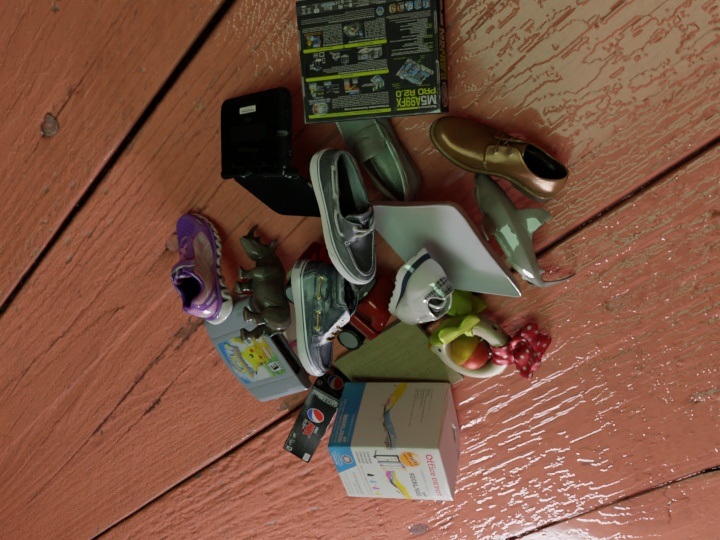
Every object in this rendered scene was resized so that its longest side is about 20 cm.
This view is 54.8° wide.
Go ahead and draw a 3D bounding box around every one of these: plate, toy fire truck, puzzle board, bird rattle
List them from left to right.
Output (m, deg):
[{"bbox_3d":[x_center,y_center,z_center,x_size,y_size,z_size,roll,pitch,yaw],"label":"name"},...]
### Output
[{"bbox_3d":[0.000,0.000,1.106,0.175,0.129,0.200,40,137,-6],"label":"toy fire truck"},{"bbox_3d":[0.066,0.174,1.242,0.199,0.017,0.151,-34,105,36],"label":"puzzle board"},{"bbox_3d":[0.116,-0.039,0.993,0.198,0.033,0.200,8,149,50],"label":"plate"},{"bbox_3d":[0.197,0.114,1.121,0.197,0.114,0.163,26,140,-12],"label":"bird rattle"}]

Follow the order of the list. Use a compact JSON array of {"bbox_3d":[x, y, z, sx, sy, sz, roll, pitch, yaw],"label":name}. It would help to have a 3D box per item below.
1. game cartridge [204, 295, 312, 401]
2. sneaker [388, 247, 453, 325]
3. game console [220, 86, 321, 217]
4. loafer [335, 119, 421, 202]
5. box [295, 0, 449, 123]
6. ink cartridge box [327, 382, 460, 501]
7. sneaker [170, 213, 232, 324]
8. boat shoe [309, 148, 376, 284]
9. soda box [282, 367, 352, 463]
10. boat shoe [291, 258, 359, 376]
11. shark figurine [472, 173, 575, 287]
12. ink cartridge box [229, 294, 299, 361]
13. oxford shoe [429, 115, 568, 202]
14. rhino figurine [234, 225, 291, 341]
[{"bbox_3d":[-0.187,0.145,1.231,0.132,0.041,0.202,-18,113,36],"label":"game cartridge"},{"bbox_3d":[0.095,0.047,1.045,0.080,0.076,0.201,41,165,17],"label":"sneaker"},{"bbox_3d":[-0.119,-0.170,1.043,0.198,0.115,0.180,8,99,52],"label":"game console"},{"bbox_3d":[0.018,-0.181,0.998,0.069,0.070,0.201,-32,106,33],"label":"loafer"},{"bbox_3d":[0.015,-0.283,0.919,0.196,0.044,0.164,0,102,22],"label":"box"},{"bbox_3d":[0.067,0.299,1.223,0.196,0.146,0.149,-4,128,19],"label":"ink cartridge box"},{"bbox_3d":[-0.283,-0.008,1.178,0.080,0.088,0.204,-30,69,32],"label":"sneaker"},{"bbox_3d":[-0.010,-0.072,0.969,0.067,0.071,0.204,9,119,51],"label":"boat shoe"},{"bbox_3d":[-0.084,0.277,1.334,0.063,0.071,0.202,29,127,3],"label":"soda box"},{"bbox_3d":[-0.048,0.080,1.065,0.089,0.071,0.204,5,120,22],"label":"boat shoe"},{"bbox_3d":[0.235,-0.044,0.968,0.089,0.129,0.216,-30,108,21],"label":"shark figurine"},{"bbox_3d":[-0.166,0.112,1.266,0.114,0.068,0.203,-1,122,23],"label":"ink cartridge box"},{"bbox_3d":[0.188,-0.162,0.926,0.197,0.072,0.071,23,165,-1],"label":"oxford shoe"},{"bbox_3d":[-0.163,0.017,1.152,0.086,0.204,0.060,1,154,-24],"label":"rhino figurine"}]
